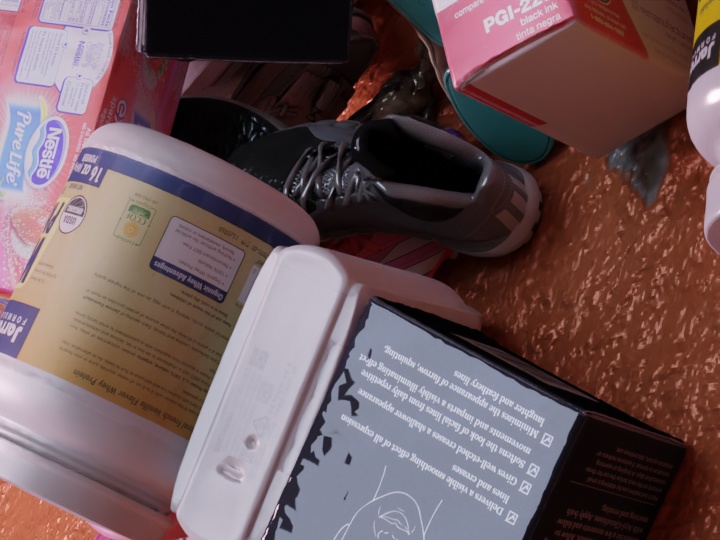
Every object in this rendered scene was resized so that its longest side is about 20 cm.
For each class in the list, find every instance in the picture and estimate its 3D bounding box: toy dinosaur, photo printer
[{"bbox_3d":[0.004,-0.081,1.581,0.200,0.047,0.088,-42,20,43],"label":"toy dinosaur"},{"bbox_3d":[-0.009,0.076,1.354,0.069,0.200,0.167,24,95,26],"label":"photo printer"}]

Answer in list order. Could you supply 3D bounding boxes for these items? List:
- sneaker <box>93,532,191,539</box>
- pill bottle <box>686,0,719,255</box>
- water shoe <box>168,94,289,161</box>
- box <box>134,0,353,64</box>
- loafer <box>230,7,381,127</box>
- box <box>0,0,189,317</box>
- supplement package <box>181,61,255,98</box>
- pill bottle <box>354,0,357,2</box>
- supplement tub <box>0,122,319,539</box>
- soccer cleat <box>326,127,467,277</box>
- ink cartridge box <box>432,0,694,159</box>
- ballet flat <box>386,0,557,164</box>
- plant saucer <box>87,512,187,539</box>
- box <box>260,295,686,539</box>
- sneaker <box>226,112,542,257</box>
[{"bbox_3d":[-0.073,0.154,1.514,0.199,0.087,0.074,-28,26,40],"label":"sneaker"},{"bbox_3d":[0.212,-0.105,1.172,0.111,0.111,0.201,-24,51,52],"label":"pill bottle"},{"bbox_3d":[-0.117,-0.068,1.554,0.198,0.079,0.072,8,78,19],"label":"water shoe"},{"bbox_3d":[-0.060,-0.245,1.396,0.197,0.123,0.201,-96,9,-62],"label":"box"},{"bbox_3d":[-0.060,-0.085,1.603,0.200,0.072,0.063,-38,54,15],"label":"loafer"},{"bbox_3d":[-0.180,-0.072,1.478,0.102,0.095,0.202,8,76,23],"label":"box"},{"bbox_3d":[-0.127,-0.213,1.608,0.201,0.117,0.117,54,129,11],"label":"supplement package"},{"bbox_3d":[-0.032,-0.231,1.677,0.200,0.112,0.113,-42,37,38],"label":"pill bottle"},{"bbox_3d":[-0.122,0.037,1.353,0.144,0.144,0.201,10,73,61],"label":"supplement tub"},{"bbox_3d":[0.000,0.000,1.497,0.201,0.076,0.067,-61,29,13],"label":"soccer cleat"},{"bbox_3d":[0.098,-0.180,1.328,0.084,0.145,0.201,-29,61,28],"label":"ink cartridge box"},{"bbox_3d":[0.065,-0.141,1.390,0.067,0.200,0.063,-9,50,26],"label":"ballet flat"},{"bbox_3d":[-0.091,0.071,1.461,0.200,0.051,0.202,-33,42,36],"label":"plant saucer"},{"bbox_3d":[0.044,0.139,1.246,0.148,0.107,0.201,28,95,38],"label":"box"},{"bbox_3d":[-0.002,-0.062,1.415,0.198,0.115,0.076,6,76,22],"label":"sneaker"}]
